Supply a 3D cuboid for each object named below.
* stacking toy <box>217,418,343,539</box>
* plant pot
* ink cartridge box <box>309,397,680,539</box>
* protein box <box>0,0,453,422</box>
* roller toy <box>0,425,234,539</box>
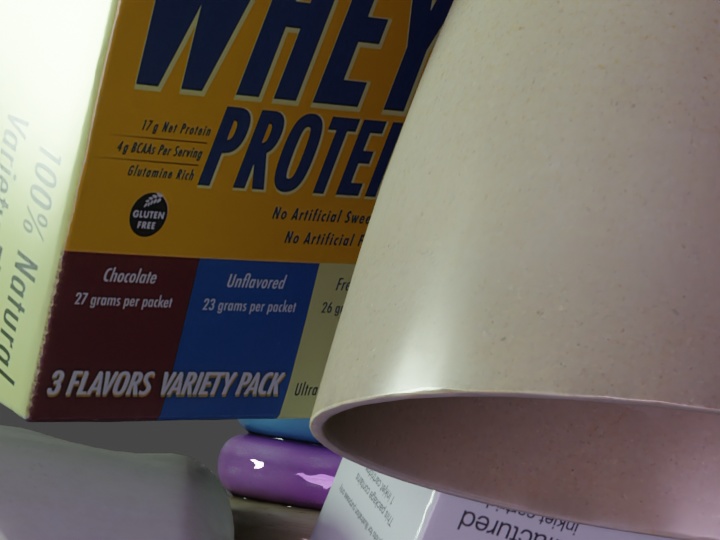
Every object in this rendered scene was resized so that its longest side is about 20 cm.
[{"bbox_3d":[0.000,0.000,0.844,0.085,0.085,0.201,6,87,23],"label":"stacking toy"},{"bbox_3d":[0.092,-0.044,0.645,0.187,0.187,0.201,2,75,24],"label":"plant pot"},{"bbox_3d":[0.048,0.136,0.780,0.146,0.083,0.201,18,101,-19],"label":"ink cartridge box"},{"bbox_3d":[-0.079,-0.082,0.758,0.200,0.135,0.199,27,108,44],"label":"protein box"},{"bbox_3d":[-0.118,0.136,0.766,0.139,0.200,0.183,9,112,-7],"label":"roller toy"}]
